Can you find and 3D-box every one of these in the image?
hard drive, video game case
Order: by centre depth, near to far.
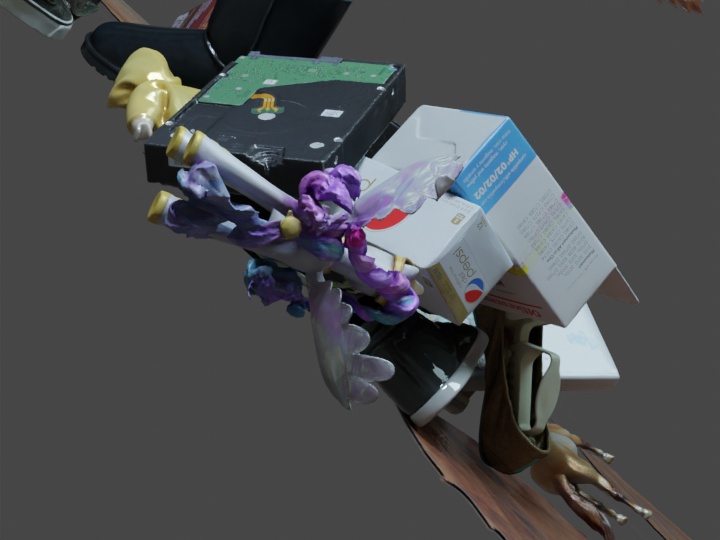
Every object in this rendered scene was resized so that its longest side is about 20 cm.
[{"bbox_3d":[-0.058,-0.110,1.293,0.139,0.038,0.200,7,29,16],"label":"hard drive"},{"bbox_3d":[0.108,0.029,1.512,0.200,0.024,0.182,2,46,-24],"label":"video game case"}]

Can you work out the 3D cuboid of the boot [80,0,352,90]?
[{"bbox_3d":[-0.119,-0.212,1.460,0.200,0.168,0.076,27,23,5],"label":"boot"}]

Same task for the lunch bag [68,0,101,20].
[{"bbox_3d":[-0.302,-0.324,1.643,0.164,0.118,0.200,41,-9,-6],"label":"lunch bag"}]

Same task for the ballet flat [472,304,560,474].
[{"bbox_3d":[0.131,0.064,1.407,0.068,0.201,0.072,13,-19,-41],"label":"ballet flat"}]

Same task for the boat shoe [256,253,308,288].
[{"bbox_3d":[-0.074,-0.050,1.433,0.074,0.060,0.200,41,4,-30],"label":"boat shoe"}]

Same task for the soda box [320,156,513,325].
[{"bbox_3d":[0.014,-0.034,1.275,0.200,0.064,0.068,26,-23,44],"label":"soda box"}]

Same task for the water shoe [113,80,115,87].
[{"bbox_3d":[-0.139,-0.135,1.573,0.200,0.079,0.072,40,4,-38],"label":"water shoe"}]

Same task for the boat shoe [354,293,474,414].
[{"bbox_3d":[0.044,0.042,1.549,0.200,0.072,0.076,45,4,28],"label":"boat shoe"}]

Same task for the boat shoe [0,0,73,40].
[{"bbox_3d":[-0.283,-0.251,1.481,0.071,0.064,0.200,44,3,13],"label":"boat shoe"}]

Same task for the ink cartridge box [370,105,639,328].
[{"bbox_3d":[0.110,-0.027,1.305,0.200,0.068,0.115,50,-17,-29],"label":"ink cartridge box"}]

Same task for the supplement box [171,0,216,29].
[{"bbox_3d":[-0.128,-0.210,1.631,0.061,0.109,0.200,41,-30,-22],"label":"supplement box"}]

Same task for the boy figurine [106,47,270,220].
[{"bbox_3d":[-0.142,-0.111,1.382,0.124,0.065,0.200,2,33,-50],"label":"boy figurine"}]

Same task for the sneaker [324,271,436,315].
[{"bbox_3d":[0.000,0.000,1.456,0.072,0.083,0.200,37,2,-46],"label":"sneaker"}]

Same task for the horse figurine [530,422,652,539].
[{"bbox_3d":[0.196,0.187,1.626,0.132,0.050,0.200,29,14,-15],"label":"horse figurine"}]

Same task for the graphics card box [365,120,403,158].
[{"bbox_3d":[-0.035,-0.100,1.636,0.051,0.126,0.200,28,1,-30],"label":"graphics card box"}]

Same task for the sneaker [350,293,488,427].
[{"bbox_3d":[0.039,0.048,1.333,0.099,0.071,0.200,46,13,-2],"label":"sneaker"}]

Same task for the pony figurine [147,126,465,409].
[{"bbox_3d":[-0.029,-0.020,1.093,0.200,0.167,0.193,26,0,-13],"label":"pony figurine"}]
